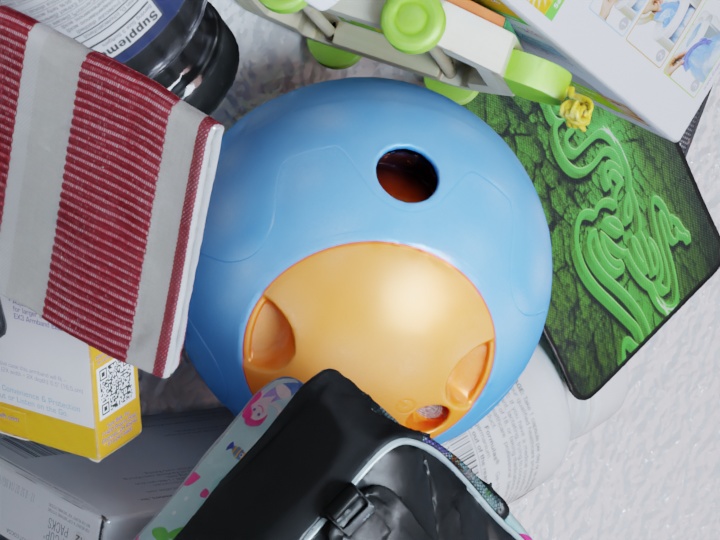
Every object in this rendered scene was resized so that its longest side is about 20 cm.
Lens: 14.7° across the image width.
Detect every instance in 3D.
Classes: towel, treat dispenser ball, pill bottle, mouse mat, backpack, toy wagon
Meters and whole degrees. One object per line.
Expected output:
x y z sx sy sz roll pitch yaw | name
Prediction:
-0.152 -0.051 1.263 0.023 0.200 0.144 -36 146 -48 | towel
0.000 0.000 1.451 0.201 0.201 0.201 -19 119 -39 | treat dispenser ball
-0.141 -0.149 1.316 0.112 0.112 0.200 -53 136 -16 | pill bottle
0.133 -0.047 1.597 0.161 0.008 0.200 -42 117 -35 | mouse mat
0.056 0.086 1.606 0.200 0.114 0.115 -27 124 -35 | pill bottle
-0.006 0.161 1.345 0.178 0.151 0.200 -51 127 -3 | backpack
0.029 -0.120 1.432 0.155 0.200 0.040 34 74 -78 | toy wagon

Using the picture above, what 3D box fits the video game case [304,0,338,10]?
-0.098 -0.225 1.284 0.023 0.200 0.182 -39 141 20 | video game case

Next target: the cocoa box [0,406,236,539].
-0.105 0.159 1.457 0.200 0.133 0.131 -4 109 -44 | cocoa box

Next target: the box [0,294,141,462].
-0.167 -0.016 1.333 0.041 0.119 0.200 -31 128 -50 | box

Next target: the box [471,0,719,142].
0.106 -0.165 1.456 0.200 0.112 0.101 32 88 -50 | box

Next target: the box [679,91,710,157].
0.146 -0.155 1.651 0.200 0.044 0.160 21 89 -47 | box
